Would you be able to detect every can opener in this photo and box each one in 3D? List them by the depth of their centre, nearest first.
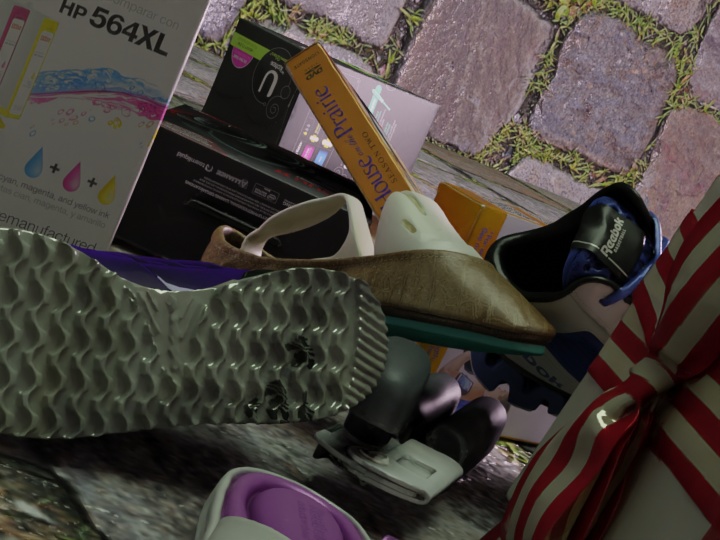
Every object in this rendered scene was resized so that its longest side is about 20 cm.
[{"bbox_3d":[0.032,0.061,0.682,0.053,0.067,0.200,27,9,13],"label":"can opener"}]

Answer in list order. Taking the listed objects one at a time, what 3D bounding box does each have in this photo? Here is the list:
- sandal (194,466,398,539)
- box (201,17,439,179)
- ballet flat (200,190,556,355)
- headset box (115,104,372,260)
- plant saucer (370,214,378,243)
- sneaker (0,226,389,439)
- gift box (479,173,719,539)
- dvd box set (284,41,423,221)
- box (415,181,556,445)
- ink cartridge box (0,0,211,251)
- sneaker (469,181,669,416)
[{"bbox_3d":[-0.011,0.092,0.435,0.082,0.050,0.203,21,9,-19],"label":"sandal"},{"bbox_3d":[-0.045,-0.173,1.684,0.200,0.125,0.148,15,12,-44],"label":"box"},{"bbox_3d":[0.000,0.000,0.713,0.200,0.073,0.068,0,-13,38],"label":"ballet flat"},{"bbox_3d":[-0.072,-0.038,0.966,0.148,0.077,0.200,24,7,-2],"label":"headset box"},{"bbox_3d":[0.029,-0.007,1.203,0.200,0.032,0.200,24,8,-3],"label":"plant saucer"},{"bbox_3d":[-0.098,0.026,0.572,0.200,0.070,0.099,8,-5,-30],"label":"sneaker"},{"bbox_3d":[0.159,0.082,0.569,0.186,0.185,0.200,31,3,-14],"label":"gift box"},{"bbox_3d":[0.030,-0.033,0.954,0.200,0.029,0.146,59,6,24],"label":"dvd box set"},{"bbox_3d":[0.098,0.034,0.850,0.200,0.119,0.041,16,12,-40],"label":"box"},{"bbox_3d":[-0.161,-0.109,0.735,0.128,0.201,0.125,20,9,-22],"label":"ink cartridge box"},{"bbox_3d":[0.134,0.028,0.692,0.199,0.081,0.115,16,-32,23],"label":"sneaker"}]
